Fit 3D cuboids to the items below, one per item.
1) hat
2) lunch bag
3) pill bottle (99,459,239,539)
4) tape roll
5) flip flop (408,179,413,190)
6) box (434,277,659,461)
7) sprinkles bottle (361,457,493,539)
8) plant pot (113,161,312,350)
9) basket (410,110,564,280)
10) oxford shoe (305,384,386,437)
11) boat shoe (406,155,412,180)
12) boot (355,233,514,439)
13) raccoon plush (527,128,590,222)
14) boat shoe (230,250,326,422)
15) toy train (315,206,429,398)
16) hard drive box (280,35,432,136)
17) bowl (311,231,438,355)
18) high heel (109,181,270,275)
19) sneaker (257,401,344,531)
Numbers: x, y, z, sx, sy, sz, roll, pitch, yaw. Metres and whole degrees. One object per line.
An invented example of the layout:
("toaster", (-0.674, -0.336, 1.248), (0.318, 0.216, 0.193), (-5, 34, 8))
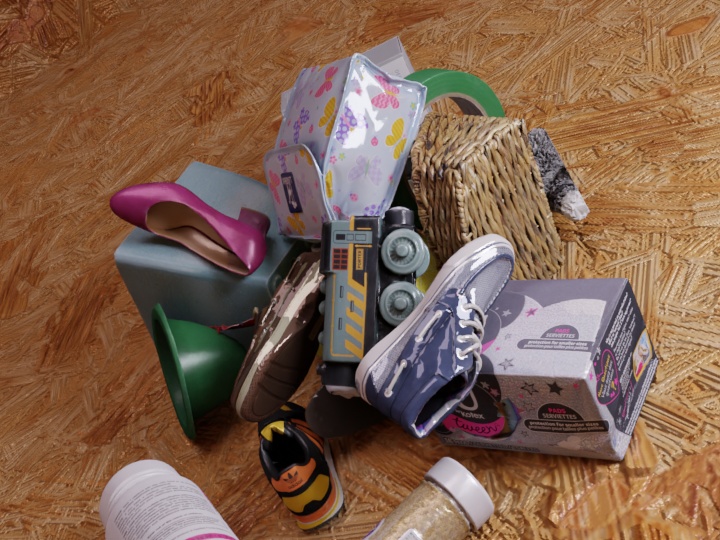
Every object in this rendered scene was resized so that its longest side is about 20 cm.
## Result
("hat", (-0.145, 0.100, 1.277), (0.174, 0.168, 0.200), (-16, 15, -17))
("lunch bag", (-0.031, -0.131, 1.212), (0.169, 0.126, 0.203), (11, 83, 65))
("pill bottle", (-0.187, 0.274, 1.053), (0.113, 0.114, 0.199), (-38, 32, -14))
("tape roll", (0.099, -0.151, 1.338), (0.200, 0.202, 0.048), (-41, 33, -19))
("flip flop", (0.007, -0.066, 1.433), (0.200, 0.058, 0.081), (-44, 33, -22))
("box", (0.162, 0.091, 1.017), (0.198, 0.116, 0.133), (-2, 40, 39))
("sprinkles bottle", (0.029, 0.257, 0.937), (0.200, 0.069, 0.068), (-41, 32, -17))
("plant pot", (-0.154, 0.004, 1.354), (0.197, 0.198, 0.197), (9, 46, 28))
("basket", (0.115, -0.060, 1.189), (0.142, 0.202, 0.148), (-40, 33, -28))
("oxford shoe", (0.015, 0.117, 1.160), (0.199, 0.072, 0.071), (-33, 10, -26))
("boat shoe", (0.042, -0.141, 1.511), (0.198, 0.074, 0.064), (-13, 61, 16))
("boot", (0.090, 0.061, 0.960), (0.200, 0.073, 0.090), (-48, 42, -7))
("raccoon plush", (0.184, -0.093, 1.261), (0.133, 0.098, 0.200), (-29, 13, 12))
("boat shoe", (-0.086, 0.068, 1.144), (0.074, 0.075, 0.204), (19, 65, 36))
("toy train", (0.012, 0.035, 1.089), (0.112, 0.204, 0.085), (2, -4, 9))
("hard drive box", (0.002, -0.227, 1.577), (0.198, 0.157, 0.077), (-23, 30, 10))
("bowl", (0.000, 0.000, 1.248), (0.198, 0.109, 0.200), (-29, 14, 8))
("high heel", (-0.205, -0.047, 1.231), (0.196, 0.068, 0.097), (7, 37, 4))
("sneaker", (-0.075, 0.180, 1.116), (0.069, 0.091, 0.200), (-31, 31, -2))
